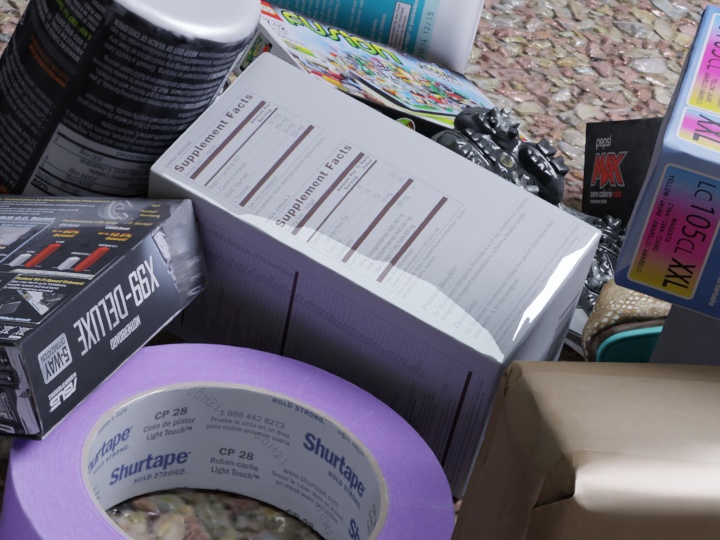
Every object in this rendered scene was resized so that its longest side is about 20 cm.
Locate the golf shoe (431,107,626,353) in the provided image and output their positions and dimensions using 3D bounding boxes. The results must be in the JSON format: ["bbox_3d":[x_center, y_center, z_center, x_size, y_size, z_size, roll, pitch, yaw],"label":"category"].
[{"bbox_3d":[0.103,0.007,1.227,0.200,0.095,0.078,49,40,7],"label":"golf shoe"}]

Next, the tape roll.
[{"bbox_3d":[-0.061,0.117,1.015,0.199,0.066,0.200,9,34,-6],"label":"tape roll"}]

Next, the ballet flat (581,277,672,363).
[{"bbox_3d":[0.209,0.017,1.123,0.199,0.071,0.065,-2,40,4],"label":"ballet flat"}]

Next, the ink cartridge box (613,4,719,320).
[{"bbox_3d":[0.221,-0.024,0.958,0.199,0.077,0.137,20,36,4],"label":"ink cartridge box"}]

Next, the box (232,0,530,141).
[{"bbox_3d":[0.011,-0.100,1.331,0.200,0.035,0.110,15,25,-42],"label":"box"}]

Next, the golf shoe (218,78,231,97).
[{"bbox_3d":[-0.088,-0.068,1.260,0.200,0.095,0.078,27,34,17],"label":"golf shoe"}]

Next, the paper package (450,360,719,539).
[{"bbox_3d":[0.140,0.137,0.941,0.199,0.191,0.104,4,34,-17],"label":"paper package"}]

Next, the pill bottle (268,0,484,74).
[{"bbox_3d":[-0.018,-0.195,1.460,0.199,0.111,0.111,15,33,2],"label":"pill bottle"}]

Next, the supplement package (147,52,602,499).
[{"bbox_3d":[0.000,0.000,1.134,0.200,0.114,0.110,30,50,13],"label":"supplement package"}]

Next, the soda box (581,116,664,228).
[{"bbox_3d":[0.189,-0.052,1.272,0.063,0.071,0.200,3,1,-15],"label":"soda box"}]

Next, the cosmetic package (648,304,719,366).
[{"bbox_3d":[0.181,0.065,1.054,0.090,0.201,0.107,10,33,-5],"label":"cosmetic package"}]

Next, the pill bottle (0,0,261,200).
[{"bbox_3d":[-0.139,-0.082,1.155,0.106,0.200,0.106,23,36,-18],"label":"pill bottle"}]

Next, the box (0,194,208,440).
[{"bbox_3d":[-0.196,0.015,1.069,0.199,0.050,0.158,2,26,26],"label":"box"}]
